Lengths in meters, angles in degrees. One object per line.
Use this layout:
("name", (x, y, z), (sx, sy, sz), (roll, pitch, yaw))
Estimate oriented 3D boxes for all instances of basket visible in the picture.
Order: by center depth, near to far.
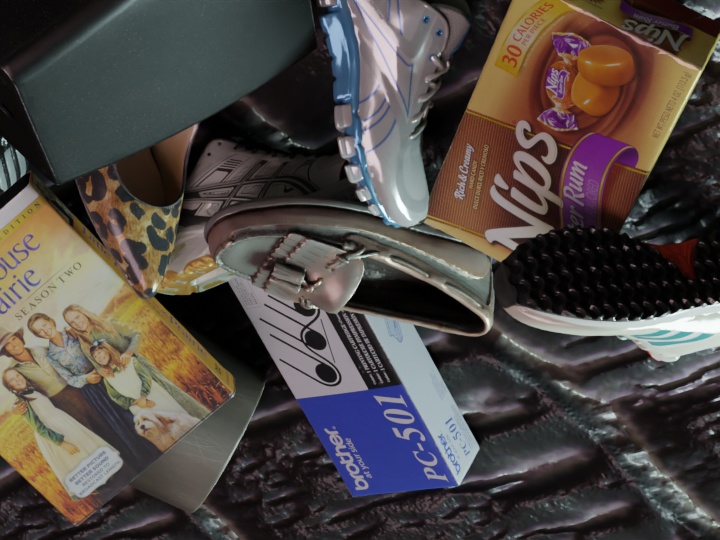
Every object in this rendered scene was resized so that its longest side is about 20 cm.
("basket", (-0.177, 0.073, 1.559), (0.199, 0.180, 0.137), (29, 96, -6))

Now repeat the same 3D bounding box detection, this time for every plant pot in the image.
("plant pot", (-0.160, -0.171, 1.242), (0.199, 0.177, 0.200), (41, 164, 19))

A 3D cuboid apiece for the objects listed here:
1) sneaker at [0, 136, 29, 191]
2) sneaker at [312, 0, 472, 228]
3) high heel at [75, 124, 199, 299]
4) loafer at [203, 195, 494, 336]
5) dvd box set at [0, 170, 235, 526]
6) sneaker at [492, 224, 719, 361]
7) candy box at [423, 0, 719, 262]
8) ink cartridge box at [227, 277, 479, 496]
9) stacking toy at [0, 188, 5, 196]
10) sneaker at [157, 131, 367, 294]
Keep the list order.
("sneaker", (-0.294, -0.134, 1.500), (0.115, 0.076, 0.201), (15, 132, 21))
("sneaker", (0.027, -0.122, 1.324), (0.086, 0.075, 0.201), (-6, 110, 17))
("high heel", (-0.110, -0.091, 1.383), (0.142, 0.071, 0.202), (-14, 79, 40))
("loafer", (0.000, 0.000, 1.386), (0.199, 0.063, 0.072), (7, 146, -29))
("dvd box set", (-0.199, 0.053, 1.454), (0.146, 0.029, 0.200), (-39, 112, 8))
("sneaker", (0.168, 0.025, 1.333), (0.198, 0.071, 0.094), (-5, 144, -19))
("candy box", (0.121, -0.085, 1.329), (0.116, 0.057, 0.201), (28, 133, 5))
("ink cartridge box", (-0.004, 0.062, 1.523), (0.094, 0.044, 0.201), (-10, 121, 36))
("stacking toy", (-0.293, -0.017, 1.511), (0.146, 0.146, 0.200), (47, 143, -13))
("sneaker", (-0.063, -0.056, 1.438), (0.199, 0.076, 0.088), (-21, 76, 19))
